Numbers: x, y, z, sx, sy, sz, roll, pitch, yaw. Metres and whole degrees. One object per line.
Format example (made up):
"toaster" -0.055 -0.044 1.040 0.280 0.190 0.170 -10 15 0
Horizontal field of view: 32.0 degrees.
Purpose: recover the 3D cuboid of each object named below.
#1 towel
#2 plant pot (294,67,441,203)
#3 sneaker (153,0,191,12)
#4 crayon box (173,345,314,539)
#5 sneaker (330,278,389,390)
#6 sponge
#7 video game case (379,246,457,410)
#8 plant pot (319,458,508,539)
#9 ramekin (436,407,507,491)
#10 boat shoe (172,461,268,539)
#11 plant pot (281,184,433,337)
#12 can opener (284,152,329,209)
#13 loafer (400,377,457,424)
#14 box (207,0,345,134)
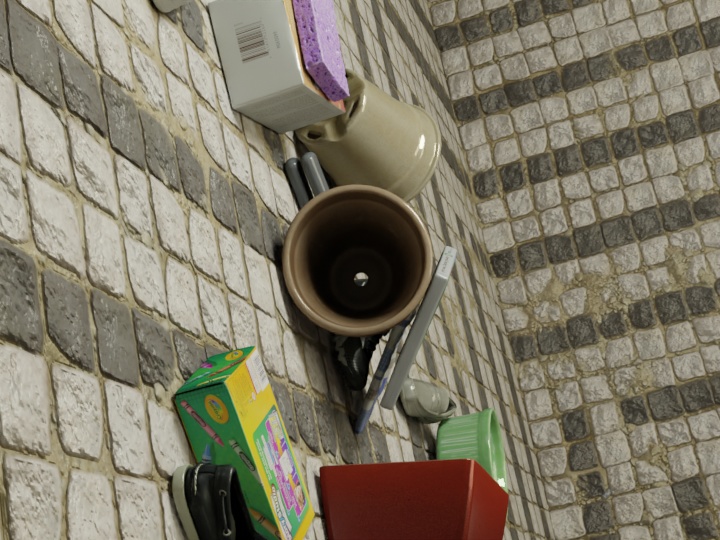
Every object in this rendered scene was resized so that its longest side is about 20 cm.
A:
"towel" 0.042 0.123 1.801 0.147 0.024 0.200 -61 173 -69
"plant pot" -0.005 -0.215 1.954 0.183 0.200 0.201 37 37 -50
"sneaker" -0.194 -0.368 1.527 0.200 0.088 0.075 -83 152 -60
"crayon box" -0.113 0.190 1.265 0.119 0.058 0.200 -53 126 -73
"sneaker" 0.008 0.082 1.809 0.066 0.090 0.200 64 16 -44
"sponge" -0.059 -0.338 1.704 0.112 0.030 0.200 43 33 -63
"video game case" 0.083 0.076 1.733 0.182 0.022 0.200 -58 170 -75
"plant pot" 0.070 0.349 1.567 0.200 0.200 0.176 49 38 -60
"ramekin" 0.196 0.346 2.210 0.200 0.098 0.200 -7 90 -78
"boat shoe" -0.109 0.264 1.175 0.075 0.066 0.200 -63 136 -71
"plant pot" 0.000 0.000 1.709 0.175 0.200 0.200 74 2 -79
"can opener" -0.056 -0.071 1.818 0.066 0.053 0.200 -58 130 -71
"loafer" 0.114 0.217 2.133 0.200 0.070 0.070 39 37 -68
"box" -0.112 -0.289 1.730 0.200 0.106 0.152 12 62 -75
